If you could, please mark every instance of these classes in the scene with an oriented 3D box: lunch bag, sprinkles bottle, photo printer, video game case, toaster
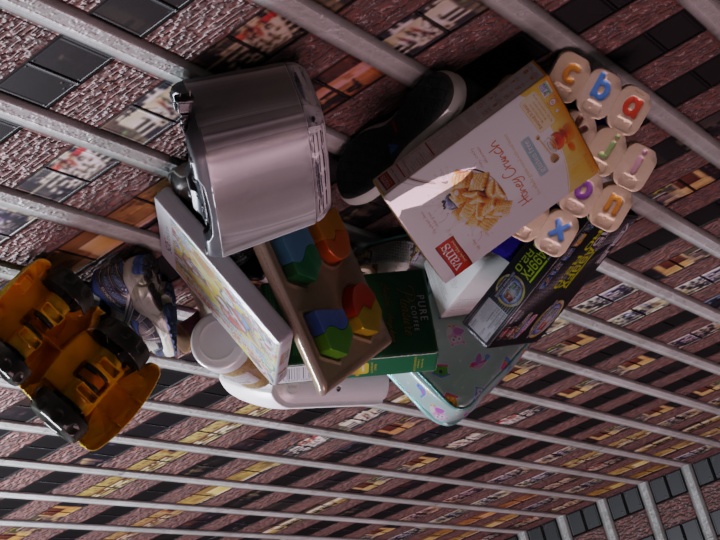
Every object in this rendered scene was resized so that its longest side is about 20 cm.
[{"bbox_3d":[0.123,0.090,1.731,0.200,0.160,0.077,-42,169,-33],"label":"lunch bag"},{"bbox_3d":[-0.149,0.099,1.603,0.067,0.069,0.200,-17,167,4],"label":"sprinkles bottle"},{"bbox_3d":[-0.085,0.146,1.811,0.198,0.071,0.166,1,-177,-33],"label":"photo printer"},{"bbox_3d":[-0.145,0.022,1.397,0.023,0.200,0.182,-39,170,-16],"label":"video game case"},{"bbox_3d":[-0.101,-0.112,1.233,0.127,0.114,0.202,-15,140,-10],"label":"toaster"}]

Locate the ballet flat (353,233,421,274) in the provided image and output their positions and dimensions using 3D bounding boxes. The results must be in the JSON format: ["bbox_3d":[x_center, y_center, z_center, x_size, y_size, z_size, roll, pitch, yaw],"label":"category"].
[{"bbox_3d":[0.000,0.000,1.612,0.197,0.073,0.072,-8,156,-18],"label":"ballet flat"}]

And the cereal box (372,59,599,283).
[{"bbox_3d":[0.127,-0.094,1.322,0.199,0.040,0.144,-37,130,4],"label":"cereal box"}]

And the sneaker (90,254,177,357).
[{"bbox_3d":[-0.265,0.042,1.555,0.084,0.078,0.201,-6,150,3],"label":"sneaker"}]

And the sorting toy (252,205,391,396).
[{"bbox_3d":[-0.034,0.016,1.397,0.036,0.187,0.200,-22,-175,25],"label":"sorting toy"}]

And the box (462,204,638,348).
[{"bbox_3d":[0.220,-0.002,1.520,0.201,0.044,0.160,-53,157,18],"label":"box"}]

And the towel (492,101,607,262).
[{"bbox_3d":[0.201,-0.097,1.443,0.201,0.050,0.147,-52,146,11],"label":"towel"}]

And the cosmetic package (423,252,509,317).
[{"bbox_3d":[0.166,-0.024,1.642,0.106,0.086,0.200,-6,154,-23],"label":"cosmetic package"}]

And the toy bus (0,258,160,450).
[{"bbox_3d":[-0.352,0.092,1.511,0.136,0.200,0.191,-49,-158,-19],"label":"toy bus"}]

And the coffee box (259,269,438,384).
[{"bbox_3d":[-0.014,0.065,1.531,0.197,0.124,0.044,-6,142,-6],"label":"coffee box"}]

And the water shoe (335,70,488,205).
[{"bbox_3d":[0.055,-0.125,1.360,0.078,0.072,0.199,8,147,-40],"label":"water shoe"}]

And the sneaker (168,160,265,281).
[{"bbox_3d":[-0.138,-0.054,1.392,0.074,0.080,0.200,-18,155,12],"label":"sneaker"}]

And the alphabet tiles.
[{"bbox_3d":[0.208,-0.119,1.375,0.198,0.015,0.197,24,105,-19],"label":"alphabet tiles"}]

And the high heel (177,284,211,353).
[{"bbox_3d":[-0.162,0.024,1.604,0.096,0.068,0.200,-29,166,-37],"label":"high heel"}]
